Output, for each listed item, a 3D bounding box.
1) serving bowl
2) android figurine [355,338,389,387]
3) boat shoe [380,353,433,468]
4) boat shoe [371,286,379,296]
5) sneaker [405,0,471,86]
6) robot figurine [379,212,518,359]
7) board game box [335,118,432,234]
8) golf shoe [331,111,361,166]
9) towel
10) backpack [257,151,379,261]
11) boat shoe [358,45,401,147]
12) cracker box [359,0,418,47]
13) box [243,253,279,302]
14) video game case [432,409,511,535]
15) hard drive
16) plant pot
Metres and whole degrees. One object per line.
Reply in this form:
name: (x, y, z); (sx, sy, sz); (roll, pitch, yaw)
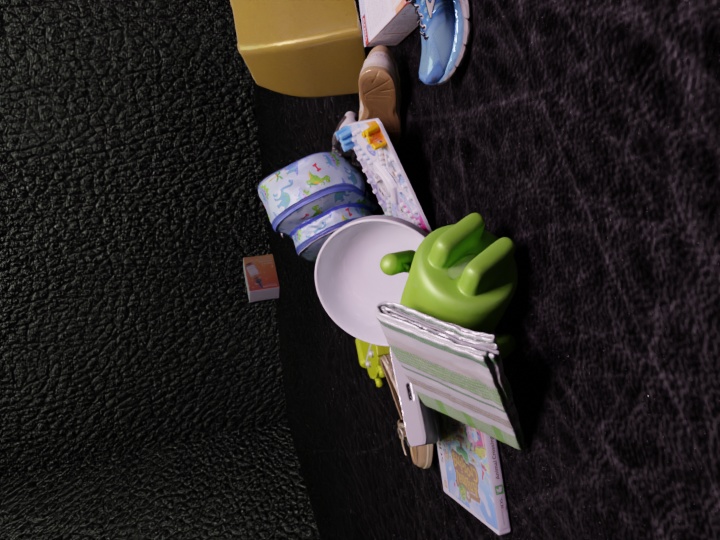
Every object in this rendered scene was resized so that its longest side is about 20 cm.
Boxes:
serving bowl: (0.037, 0.008, 0.916); (0.066, 0.198, 0.202); (-58, -30, -59)
android figurine: (0.023, 0.139, 1.315); (0.183, 0.041, 0.201); (103, 156, -57)
boat shoe: (0.079, 0.238, 1.086); (0.073, 0.062, 0.202); (140, 120, -74)
boat shoe: (0.034, -0.002, 1.056); (0.200, 0.092, 0.075); (-127, 27, -63)
sneaker: (0.072, -0.311, 0.721); (0.078, 0.089, 0.202); (-122, 26, -59)
robot figurine: (0.107, 0.029, 0.726); (0.175, 0.115, 0.201); (41, 150, 19)
board game box: (0.034, -0.131, 0.978); (0.201, 0.026, 0.200); (63, 171, -16)
golf shoe: (-0.023, -0.222, 1.247); (0.200, 0.077, 0.095); (109, 167, -59)
towel: (0.104, 0.116, 0.704); (0.149, 0.031, 0.201); (21, 152, 37)
backpack: (-0.067, -0.111, 1.115); (0.148, 0.182, 0.200); (68, -165, 17)
boat shoe: (0.033, -0.259, 0.983); (0.200, 0.073, 0.070); (92, -172, -65)
cracker box: (0.047, -0.392, 0.849); (0.200, 0.057, 0.135); (-163, 65, -75)
box: (-0.488, 0.037, 3.136); (0.107, 0.151, 0.201); (103, 154, -55)
video game case: (0.146, 0.248, 0.900); (0.200, 0.022, 0.184); (167, 95, -76)
hard drive: (0.078, 0.178, 0.896); (0.200, 0.026, 0.133); (54, -157, -72)
plant pot: (-0.101, -0.402, 1.054); (0.194, 0.198, 0.197); (63, -165, -77)
